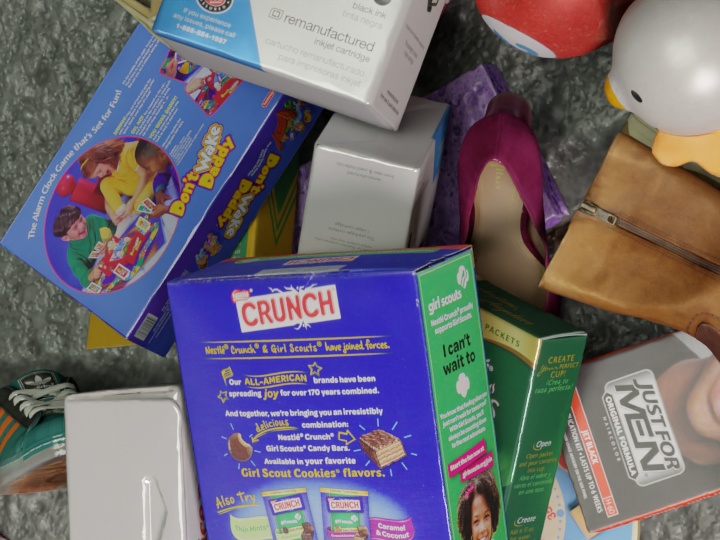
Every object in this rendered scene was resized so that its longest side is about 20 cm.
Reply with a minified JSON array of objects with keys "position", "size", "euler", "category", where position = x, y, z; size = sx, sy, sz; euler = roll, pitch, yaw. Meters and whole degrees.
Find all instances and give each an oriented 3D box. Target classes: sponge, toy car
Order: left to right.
[{"position":[0.025,-0.040,1.641],"size":[0.200,0.030,0.112],"euler":[-28,79,21],"category":"sponge"},{"position":[0.168,-0.138,1.471],"size":[0.176,0.184,0.201],"euler":[-24,70,14],"category":"toy car"}]

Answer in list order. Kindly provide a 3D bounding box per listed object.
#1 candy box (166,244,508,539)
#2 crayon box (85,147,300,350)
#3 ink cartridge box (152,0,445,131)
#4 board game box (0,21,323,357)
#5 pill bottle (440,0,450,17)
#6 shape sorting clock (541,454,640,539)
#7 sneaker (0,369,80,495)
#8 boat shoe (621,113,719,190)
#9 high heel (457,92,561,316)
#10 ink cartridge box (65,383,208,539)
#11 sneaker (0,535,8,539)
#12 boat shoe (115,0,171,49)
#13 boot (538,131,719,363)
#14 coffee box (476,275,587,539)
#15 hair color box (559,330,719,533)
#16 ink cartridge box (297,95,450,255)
[{"position":[-0.011,0.091,1.472],"size":[0.169,0.077,0.201],"euler":[-2,103,29],"category":"candy box"},{"position":[-0.107,-0.042,1.653],"size":[0.125,0.052,0.201],"euler":[-5,70,29],"category":"crayon box"},{"position":[-0.016,-0.203,1.492],"size":[0.146,0.084,0.201],"euler":[19,86,14],"category":"ink cartridge box"},{"position":[-0.126,-0.065,1.615],"size":[0.134,0.045,0.200],"euler":[34,91,35],"category":"board game box"},{"position":[0.020,-0.218,1.599],"size":[0.114,0.114,0.200],"euler":[36,104,20],"category":"pill bottle"},{"position":[0.079,0.153,1.596],"size":[0.199,0.039,0.201],"euler":[5,101,25],"category":"shape sorting clock"},{"position":[-0.212,0.103,1.671],"size":[0.071,0.200,0.080],"euler":[-4,82,-19],"category":"sneaker"},{"position":[0.253,-0.067,1.516],"size":[0.200,0.074,0.067],"euler":[28,105,21],"category":"boat shoe"},{"position":[0.085,-0.003,1.550],"size":[0.067,0.096,0.201],"euler":[-3,114,12],"category":"high heel"},{"position":[-0.103,0.143,1.595],"size":[0.084,0.200,0.147],"euler":[-4,88,23],"category":"ink cartridge box"},{"position":[-0.310,0.181,1.756],"size":[0.200,0.088,0.081],"euler":[41,105,19],"category":"sneaker"},{"position":[-0.130,-0.192,1.597],"size":[0.200,0.063,0.073],"euler":[36,92,37],"category":"boat shoe"},{"position":[0.194,0.040,1.459],"size":[0.199,0.068,0.189],"euler":[24,94,15],"category":"boot"},{"position":[0.063,0.109,1.526],"size":[0.123,0.044,0.201],"euler":[31,116,44],"category":"coffee box"},{"position":[0.217,0.080,1.514],"size":[0.199,0.061,0.102],"euler":[-20,82,7],"category":"hair color box"},{"position":[0.000,0.000,1.561],"size":[0.066,0.116,0.201],"euler":[13,116,7],"category":"ink cartridge box"}]
